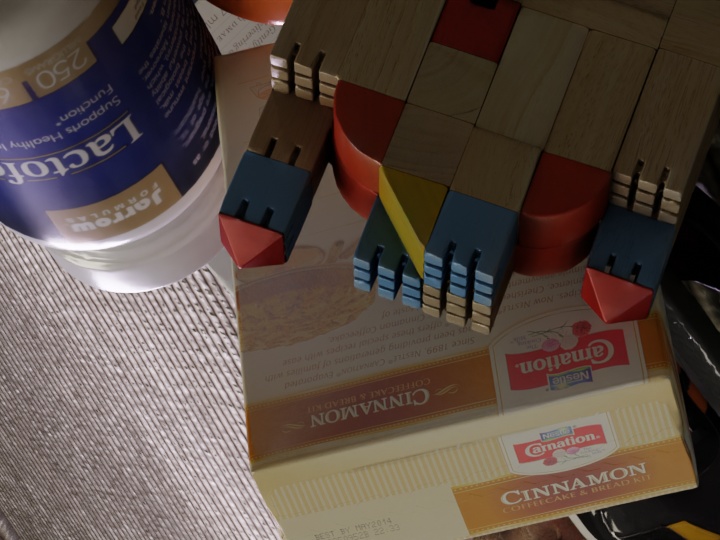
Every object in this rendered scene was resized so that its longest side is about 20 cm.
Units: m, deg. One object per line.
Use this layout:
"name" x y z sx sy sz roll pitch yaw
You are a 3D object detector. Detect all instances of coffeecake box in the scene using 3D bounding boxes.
"coffeecake box" 0.032 -0.002 1.120 0.073 0.152 0.201 69 -169 -50

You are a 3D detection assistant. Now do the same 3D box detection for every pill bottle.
"pill bottle" -0.115 -0.079 1.172 0.116 0.116 0.200 41 170 31

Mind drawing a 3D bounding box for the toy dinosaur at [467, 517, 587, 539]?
"toy dinosaur" 0.087 0.101 1.278 0.199 0.136 0.086 30 162 17

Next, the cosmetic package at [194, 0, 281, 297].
"cosmetic package" -0.025 -0.032 1.434 0.200 0.113 0.081 46 -177 14

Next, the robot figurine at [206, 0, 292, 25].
"robot figurine" -0.031 -0.171 1.138 0.144 0.116 0.200 44 164 23

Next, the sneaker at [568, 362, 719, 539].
"sneaker" 0.096 0.047 1.210 0.200 0.070 0.090 49 166 29

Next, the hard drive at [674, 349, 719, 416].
"hard drive" 0.111 0.101 1.381 0.200 0.027 0.132 -22 99 53

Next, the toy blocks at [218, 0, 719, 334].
"toy blocks" 0.041 -0.045 1.039 0.199 0.137 0.100 19 157 8

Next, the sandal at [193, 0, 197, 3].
"sandal" -0.046 -0.070 1.562 0.201 0.043 0.076 58 164 -23

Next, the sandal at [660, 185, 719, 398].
"sandal" 0.118 -0.021 1.194 0.201 0.048 0.075 58 -176 32
